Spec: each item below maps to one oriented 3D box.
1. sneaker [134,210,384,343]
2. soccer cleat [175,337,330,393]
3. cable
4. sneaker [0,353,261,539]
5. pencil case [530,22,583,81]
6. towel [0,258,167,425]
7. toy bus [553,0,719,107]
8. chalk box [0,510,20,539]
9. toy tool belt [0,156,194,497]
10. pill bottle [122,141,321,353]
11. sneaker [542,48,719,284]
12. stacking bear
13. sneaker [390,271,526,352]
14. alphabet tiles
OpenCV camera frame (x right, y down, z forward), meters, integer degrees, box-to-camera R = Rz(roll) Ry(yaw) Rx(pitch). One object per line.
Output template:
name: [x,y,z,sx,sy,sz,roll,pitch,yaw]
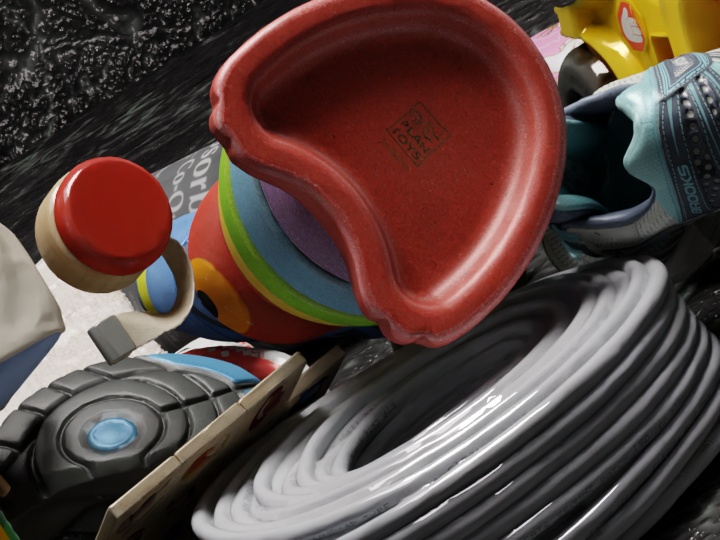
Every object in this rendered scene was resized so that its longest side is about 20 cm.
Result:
sneaker: [0.000,0.000,1.341,0.199,0.066,0.078,-4,2,-31]
soccer cleat: [-0.064,0.059,1.387,0.085,0.069,0.200,-45,11,-32]
cable: [0.037,0.067,1.050,0.200,0.069,0.200,-38,12,-27]
sneaker: [-0.121,0.101,1.173,0.199,0.082,0.073,-27,38,-18]
pencil case: [0.113,-0.097,1.540,0.199,0.087,0.083,-26,-26,29]
towel: [-0.140,0.066,1.281,0.132,0.035,0.200,-28,39,-12]
toy bus: [0.153,-0.107,1.157,0.135,0.201,0.192,-22,14,-9]
chalk box: [-0.194,0.181,1.055,0.199,0.124,0.125,-23,13,39]
toy tool belt: [-0.168,0.033,1.107,0.200,0.125,0.123,-32,-6,-33]
pill bottle: [-0.034,-0.022,1.525,0.199,0.116,0.116,-24,13,37]
sneaker: [0.094,-0.040,1.087,0.086,0.078,0.200,-8,-12,-19]
stacking bear: [-0.008,-0.025,1.096,0.114,0.122,0.200,-42,2,-21]
sneaker: [0.044,-0.008,1.215,0.075,0.091,0.200,-4,-20,-3]
alphabet tiles: [-0.078,0.107,1.140,0.167,0.008,0.200,-39,-14,-32]
